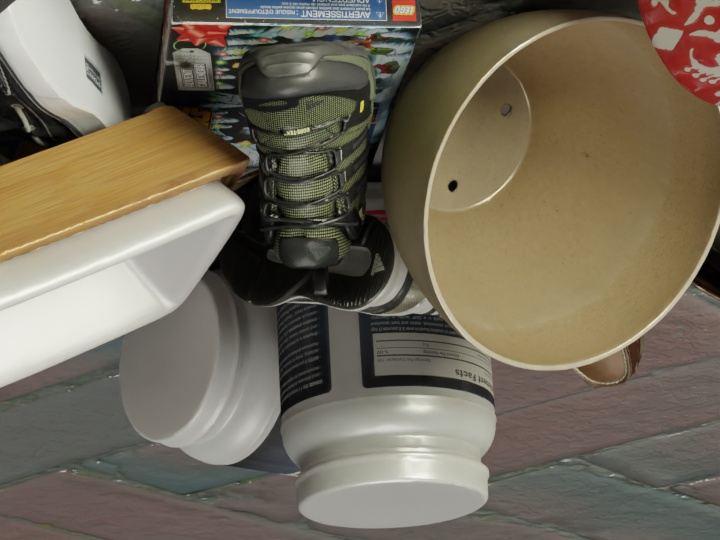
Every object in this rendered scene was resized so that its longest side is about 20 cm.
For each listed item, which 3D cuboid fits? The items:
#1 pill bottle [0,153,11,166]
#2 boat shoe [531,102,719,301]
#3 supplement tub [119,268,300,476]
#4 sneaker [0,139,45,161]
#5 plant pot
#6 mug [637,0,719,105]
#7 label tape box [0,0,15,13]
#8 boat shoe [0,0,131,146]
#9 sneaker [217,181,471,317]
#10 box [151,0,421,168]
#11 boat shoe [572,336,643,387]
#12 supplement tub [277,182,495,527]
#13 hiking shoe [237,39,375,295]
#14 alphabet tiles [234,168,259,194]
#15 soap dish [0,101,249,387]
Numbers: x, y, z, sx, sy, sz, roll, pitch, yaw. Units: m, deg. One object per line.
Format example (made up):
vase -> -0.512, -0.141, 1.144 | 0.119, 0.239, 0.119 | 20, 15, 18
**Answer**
pill bottle -> -0.280, -0.061, 1.376 | 0.108, 0.110, 0.200 | -13, 157, 25
boat shoe -> 0.186, -0.046, 1.478 | 0.199, 0.072, 0.076 | 31, 135, -21
supplement tub -> -0.058, 0.075, 1.735 | 0.199, 0.141, 0.140 | 13, 155, -38
sneaker -> -0.268, -0.026, 1.525 | 0.199, 0.076, 0.088 | -7, 163, 16
plant pot -> 0.089, -0.060, 1.367 | 0.199, 0.202, 0.134 | 10, -168, -33
mug -> 0.231, -0.177, 1.170 | 0.199, 0.178, 0.133 | -20, -169, 48
label tape box -> -0.217, -0.175, 1.139 | 0.143, 0.067, 0.200 | 11, 157, -34
boat shoe -> -0.183, -0.113, 1.316 | 0.067, 0.072, 0.200 | -8, 167, 9
sneaker -> 0.000, 0.000, 1.489 | 0.115, 0.076, 0.200 | 16, 180, -35
box -> -0.047, -0.112, 1.372 | 0.136, 0.040, 0.200 | 0, 160, -7
boat shoe -> 0.120, 0.006, 1.552 | 0.075, 0.074, 0.201 | -11, 128, 29
supplement tub -> 0.016, 0.056, 1.586 | 0.139, 0.201, 0.140 | -3, 160, -1
hiking shoe -> -0.022, -0.056, 1.323 | 0.075, 0.101, 0.200 | -7, 161, 4
alphabet tiles -> -0.153, -0.027, 1.531 | 0.199, 0.006, 0.166 | -19, 171, -5
soap dish -> -0.174, -0.008, 1.346 | 0.199, 0.082, 0.157 | -23, 164, -31
